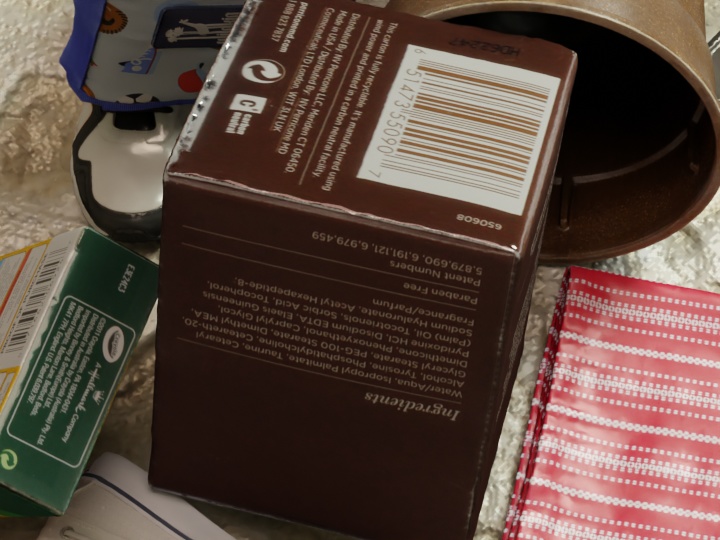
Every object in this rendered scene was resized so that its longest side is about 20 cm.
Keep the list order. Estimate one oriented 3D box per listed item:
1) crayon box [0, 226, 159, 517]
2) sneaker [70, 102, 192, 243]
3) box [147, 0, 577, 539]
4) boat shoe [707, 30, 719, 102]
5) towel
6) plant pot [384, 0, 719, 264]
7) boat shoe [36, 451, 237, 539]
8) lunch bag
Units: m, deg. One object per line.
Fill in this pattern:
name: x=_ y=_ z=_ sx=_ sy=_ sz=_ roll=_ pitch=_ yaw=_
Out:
crayon box: x=-0.175 y=0.055 z=1.093 sx=0.051 sy=0.200 sz=0.126 roll=30 pitch=71 yaw=-23
sneaker: x=-0.124 y=-0.110 z=1.230 sx=0.073 sy=0.080 sz=0.201 roll=0 pitch=62 yaw=-1
box: x=0.000 y=0.000 z=1.072 sx=0.163 sy=0.201 sz=0.166 roll=13 pitch=40 yaw=6
boat shoe: x=0.260 y=-0.142 z=1.253 sx=0.201 sy=0.061 sz=0.072 roll=-31 pitch=65 yaw=-16
towel: x=0.155 y=0.094 z=1.145 sx=0.144 sy=0.023 sz=0.201 roll=12 pitch=61 yaw=6
plant pot: x=0.100 y=-0.143 z=1.190 sx=0.199 sy=0.201 sz=0.199 roll=7 pitch=54 yaw=4
boat shoe: x=-0.079 y=0.172 z=1.073 sx=0.202 sy=0.075 sz=0.086 roll=33 pitch=65 yaw=21
lunch bag: x=-0.062 y=-0.178 z=1.139 sx=0.200 sy=0.170 sz=0.124 roll=-37 pitch=76 yaw=-29
